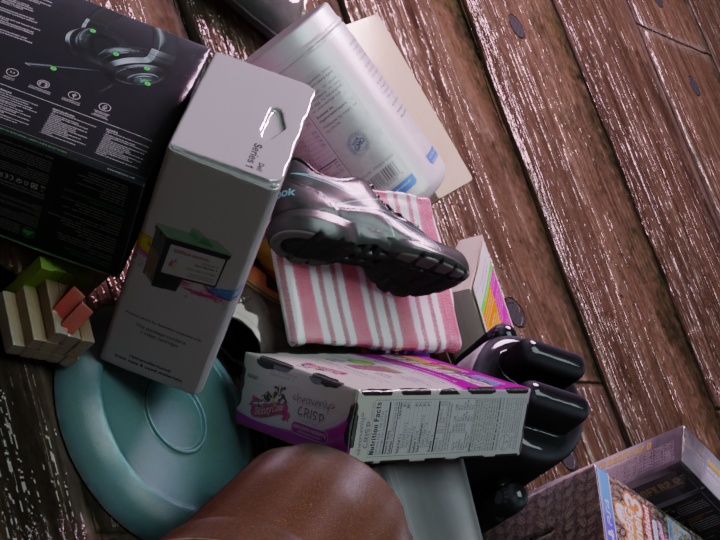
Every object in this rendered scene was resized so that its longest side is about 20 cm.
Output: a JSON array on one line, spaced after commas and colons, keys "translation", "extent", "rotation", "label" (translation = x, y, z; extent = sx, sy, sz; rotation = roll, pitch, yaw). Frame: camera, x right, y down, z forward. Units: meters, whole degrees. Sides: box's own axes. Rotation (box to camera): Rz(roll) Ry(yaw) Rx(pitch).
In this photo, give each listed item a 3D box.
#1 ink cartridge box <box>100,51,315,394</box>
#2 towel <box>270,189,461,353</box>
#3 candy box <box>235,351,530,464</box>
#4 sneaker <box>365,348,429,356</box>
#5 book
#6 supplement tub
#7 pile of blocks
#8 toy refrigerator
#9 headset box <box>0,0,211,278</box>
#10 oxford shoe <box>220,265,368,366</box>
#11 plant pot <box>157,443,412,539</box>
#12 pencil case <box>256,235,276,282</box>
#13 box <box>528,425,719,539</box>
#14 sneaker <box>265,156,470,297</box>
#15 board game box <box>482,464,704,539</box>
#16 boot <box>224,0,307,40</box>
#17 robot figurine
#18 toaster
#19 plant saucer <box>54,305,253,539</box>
[{"translation": [-0.112, -0.036, 1.168], "extent": [0.083, 0.201, 0.145], "rotation": [21, 36, -4], "label": "ink cartridge box"}, {"translation": [0.000, 0.000, 1.372], "extent": [0.199, 0.030, 0.148], "rotation": [5, 66, -41], "label": "towel"}, {"translation": [0.020, 0.108, 1.275], "extent": [0.199, 0.136, 0.062], "rotation": [5, 97, -43], "label": "candy box"}, {"translation": [0.033, 0.053, 1.484], "extent": [0.200, 0.080, 0.084], "rotation": [-27, 93, -60], "label": "sneaker"}, {"translation": [0.130, 0.082, 1.571], "extent": [0.134, 0.048, 0.201], "rotation": [-60, 133, -62], "label": "book"}, {"translation": [-0.023, -0.134, 1.502], "extent": [0.201, 0.131, 0.132], "rotation": [54, 32, -10], "label": "supplement tub"}, {"translation": [-0.217, -0.021, 1.184], "extent": [0.082, 0.062, 0.201], "rotation": [35, 35, -26], "label": "pile of blocks"}, {"translation": [0.026, -0.156, 1.655], "extent": [0.076, 0.070, 0.201], "rotation": [-31, 90, -52], "label": "toy refrigerator"}, {"translation": [-0.220, -0.116, 1.173], "extent": [0.173, 0.093, 0.201], "rotation": [20, 40, -4], "label": "headset box"}, {"translation": [-0.074, 0.060, 1.340], "extent": [0.199, 0.071, 0.073], "rotation": [32, 50, -26], "label": "oxford shoe"}, {"translation": [-0.059, 0.229, 1.101], "extent": [0.201, 0.200, 0.198], "rotation": [56, 25, -6], "label": "plant pot"}, {"translation": [-0.094, -0.076, 1.394], "extent": [0.200, 0.088, 0.089], "rotation": [50, 32, -11], "label": "pencil case"}, {"translation": [0.277, 0.247, 1.554], "extent": [0.158, 0.199, 0.049], "rotation": [43, 37, -23], "label": "box"}, {"translation": [0.012, -0.036, 1.327], "extent": [0.199, 0.075, 0.080], "rotation": [19, 55, -35], "label": "sneaker"}, {"translation": [0.216, 0.288, 1.471], "extent": [0.200, 0.159, 0.097], "rotation": [36, 38, -35], "label": "board game box"}, {"translation": [-0.134, -0.336, 1.567], "extent": [0.199, 0.072, 0.183], "rotation": [21, 62, -38], "label": "boot"}, {"translation": [0.118, 0.136, 1.415], "extent": [0.125, 0.200, 0.150], "rotation": [48, 45, 1], "label": "robot figurine"}, {"translation": [0.021, 0.217, 1.293], "extent": [0.199, 0.113, 0.130], "rotation": [2, 65, -56], "label": "toaster"}, {"translation": [-0.147, 0.114, 1.218], "extent": [0.200, 0.027, 0.201], "rotation": [36, 39, -36], "label": "plant saucer"}]
